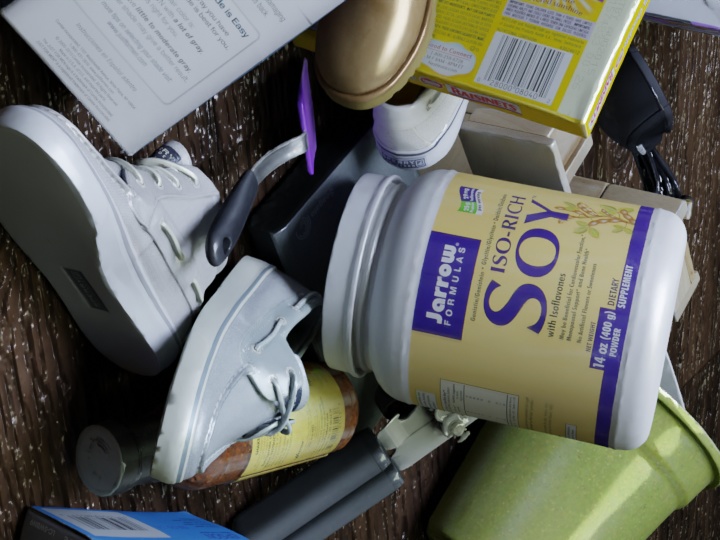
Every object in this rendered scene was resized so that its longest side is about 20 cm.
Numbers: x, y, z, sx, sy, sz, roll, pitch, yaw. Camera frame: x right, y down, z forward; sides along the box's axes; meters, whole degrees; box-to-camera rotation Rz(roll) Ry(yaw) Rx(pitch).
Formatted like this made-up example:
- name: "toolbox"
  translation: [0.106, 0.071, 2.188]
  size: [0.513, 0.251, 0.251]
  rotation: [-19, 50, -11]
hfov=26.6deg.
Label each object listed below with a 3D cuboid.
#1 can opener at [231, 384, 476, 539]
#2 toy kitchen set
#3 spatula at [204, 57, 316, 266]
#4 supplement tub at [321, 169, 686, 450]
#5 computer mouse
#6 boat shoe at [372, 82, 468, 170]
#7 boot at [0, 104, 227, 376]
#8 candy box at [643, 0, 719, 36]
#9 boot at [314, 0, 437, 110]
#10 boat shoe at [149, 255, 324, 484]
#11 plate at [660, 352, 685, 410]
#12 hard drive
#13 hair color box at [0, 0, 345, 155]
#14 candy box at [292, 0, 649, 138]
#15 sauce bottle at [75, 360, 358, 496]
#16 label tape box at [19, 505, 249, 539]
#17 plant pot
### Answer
- name: "can opener"
  translation: [0.001, 0.123, 1.012]
  size: [0.199, 0.067, 0.053]
  rotation: [-38, 136, -4]
- name: "toy kitchen set"
  translation: [0.147, -0.101, 1.041]
  size: [0.181, 0.198, 0.164]
  rotation: [-56, 143, -25]
- name: "spatula"
  translation: [-0.052, -0.058, 0.873]
  size: [0.201, 0.020, 0.057]
  rotation: [-60, 148, -53]
- name: "supplement tub"
  translation: [0.088, 0.019, 0.921]
  size: [0.145, 0.197, 0.147]
  rotation: [11, 90, -78]
- name: "computer mouse"
  translation: [0.216, -0.097, 1.182]
  size: [0.142, 0.046, 0.200]
  rotation: [62, 4, 1]
- name: "boat shoe"
  translation: [0.049, -0.164, 0.963]
  size: [0.070, 0.070, 0.202]
  rotation: [70, 37, -57]
- name: "boot"
  translation: [-0.128, -0.038, 0.800]
  size: [0.096, 0.073, 0.201]
  rotation: [-60, 153, -29]
- name: "candy box"
  translation: [0.248, -0.223, 1.164]
  size: [0.199, 0.166, 0.073]
  rotation: [-3, 108, -55]
- name: "boot"
  translation: [-0.003, -0.206, 0.812]
  size: [0.200, 0.065, 0.177]
  rotation: [53, 55, -64]
- name: "boat shoe"
  translation: [-0.061, 0.056, 0.856]
  size: [0.201, 0.071, 0.071]
  rotation: [-66, 174, -61]
- name: "plate"
  translation: [0.195, 0.019, 1.211]
  size: [0.032, 0.201, 0.201]
  rotation: [-25, 136, 3]
- name: "hard drive"
  translation: [0.000, 0.000, 1.021]
  size: [0.140, 0.033, 0.201]
  rotation: [-50, 139, -31]
- name: "hair color box"
  translation: [-0.064, -0.157, 0.723]
  size: [0.199, 0.061, 0.100]
  rotation: [-34, 124, 11]
- name: "candy box"
  translation: [0.062, -0.153, 0.899]
  size: [0.103, 0.198, 0.026]
  rotation: [-63, 156, -15]
- name: "sauce bottle"
  translation: [-0.082, 0.095, 0.912]
  size: [0.199, 0.065, 0.067]
  rotation: [-6, 108, -53]
- name: "label tape box"
  translation: [-0.150, 0.243, 0.879]
  size: [0.144, 0.063, 0.203]
  rotation: [15, 91, -56]
- name: "plant pot"
  translation: [0.155, 0.175, 1.200]
  size: [0.185, 0.199, 0.201]
  rotation: [-50, 141, -14]
